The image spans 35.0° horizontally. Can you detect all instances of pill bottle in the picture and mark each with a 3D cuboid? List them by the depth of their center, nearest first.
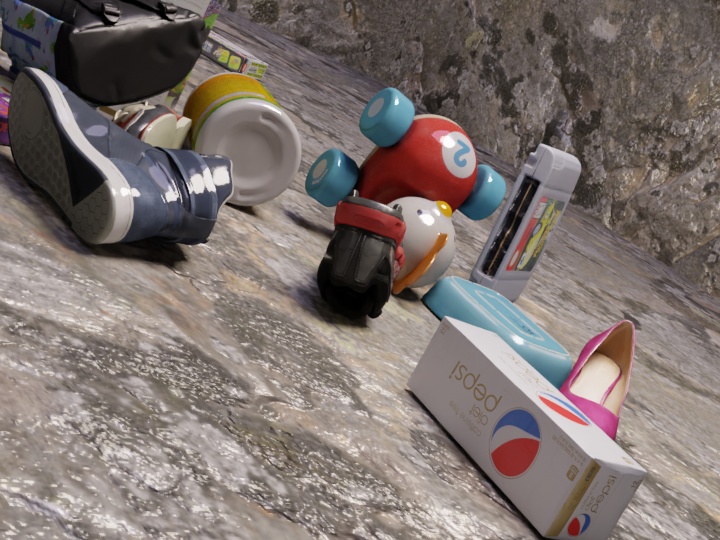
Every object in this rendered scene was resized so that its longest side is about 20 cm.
[{"bbox_3d":[-0.136,-0.153,1.243,0.110,0.112,0.200,23,14,-23],"label":"pill bottle"}]

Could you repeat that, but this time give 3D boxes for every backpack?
[{"bbox_3d":[-0.276,-0.226,1.126,0.199,0.155,0.162,36,38,30],"label":"backpack"}]

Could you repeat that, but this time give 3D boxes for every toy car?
[{"bbox_3d":[0.063,-0.057,1.218,0.184,0.177,0.201,35,21,-29],"label":"toy car"}]

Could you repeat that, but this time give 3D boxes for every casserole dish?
[{"bbox_3d":[0.146,0.061,1.190,0.120,0.039,0.200,19,17,-36],"label":"casserole dish"}]

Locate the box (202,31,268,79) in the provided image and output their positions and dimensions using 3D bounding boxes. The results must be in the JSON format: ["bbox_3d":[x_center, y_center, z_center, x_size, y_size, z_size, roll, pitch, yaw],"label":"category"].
[{"bbox_3d":[-0.283,-0.430,2.178,0.199,0.035,0.110,32,13,15],"label":"box"}]

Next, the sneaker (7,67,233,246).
[{"bbox_3d":[-0.192,-0.090,0.928,0.145,0.077,0.203,-2,41,-45],"label":"sneaker"}]

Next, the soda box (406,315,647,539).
[{"bbox_3d":[0.117,0.115,0.848,0.063,0.069,0.200,19,16,-36],"label":"soda box"}]

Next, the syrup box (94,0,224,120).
[{"bbox_3d":[-0.214,-0.248,1.243,0.081,0.201,0.079,23,14,-14],"label":"syrup box"}]

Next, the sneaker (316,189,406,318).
[{"bbox_3d":[0.000,0.000,1.048,0.070,0.099,0.201,17,-11,5],"label":"sneaker"}]

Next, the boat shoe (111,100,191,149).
[{"bbox_3d":[-0.209,-0.130,1.094,0.062,0.072,0.200,24,11,-4],"label":"boat shoe"}]

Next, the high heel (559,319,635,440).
[{"bbox_3d":[0.229,0.104,1.067,0.067,0.097,0.200,31,13,12],"label":"high heel"}]

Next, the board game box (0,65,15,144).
[{"bbox_3d":[-0.348,-0.166,1.042,0.199,0.033,0.120,35,19,26],"label":"board game box"}]

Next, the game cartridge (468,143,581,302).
[{"bbox_3d":[0.195,-0.049,1.351,0.041,0.202,0.133,29,13,19],"label":"game cartridge"}]
